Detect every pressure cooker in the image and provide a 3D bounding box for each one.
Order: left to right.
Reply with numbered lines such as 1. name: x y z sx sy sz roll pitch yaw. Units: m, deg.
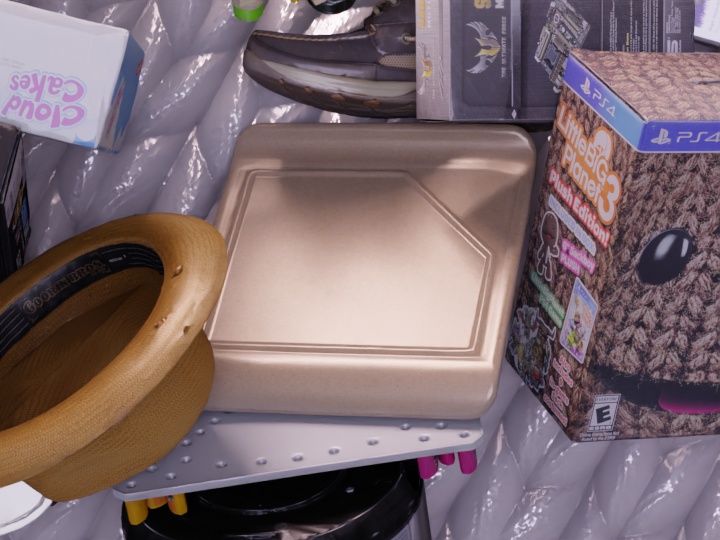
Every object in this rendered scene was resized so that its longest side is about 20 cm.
1. pressure cooker: -0.040 0.196 1.291 0.176 0.179 0.200 -11 117 -4

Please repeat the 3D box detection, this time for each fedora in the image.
1. fedora: -0.142 0.058 1.205 0.201 0.201 0.082 -34 122 1

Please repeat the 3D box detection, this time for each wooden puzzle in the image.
1. wooden puzzle: 0.000 0.000 1.288 0.185 0.037 0.200 1 51 14

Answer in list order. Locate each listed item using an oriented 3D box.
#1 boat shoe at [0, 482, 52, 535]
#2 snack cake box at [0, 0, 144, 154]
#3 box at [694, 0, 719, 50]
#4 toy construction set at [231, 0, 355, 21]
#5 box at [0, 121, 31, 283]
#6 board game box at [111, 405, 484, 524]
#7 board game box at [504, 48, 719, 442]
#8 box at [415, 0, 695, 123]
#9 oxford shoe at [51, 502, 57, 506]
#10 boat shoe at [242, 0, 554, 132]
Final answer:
1. boat shoe: -0.269 0.122 1.303 0.200 0.062 0.073 -5 90 6
2. snack cake box: -0.185 -0.110 1.256 0.115 0.200 0.067 15 91 -3
3. box: 0.179 -0.216 1.345 0.200 0.036 0.144 16 94 -5
4. toy construction set: -0.022 -0.219 1.311 0.200 0.092 0.131 -34 58 -6
5. box: -0.281 -0.051 1.228 0.200 0.199 0.050 14 72 -4
6. board game box: -0.040 0.064 1.286 0.200 0.200 0.026 -8 120 -1
7. board game box: 0.188 -0.015 1.276 0.159 0.097 0.200 -2 119 -22
8. box: 0.111 -0.183 1.279 0.158 0.048 0.200 -3 96 -21
9. oxford shoe: -0.224 0.065 1.304 0.200 0.071 0.073 41 84 -27
10. boat shoe: 0.030 -0.127 1.335 0.200 0.074 0.073 7 85 -12
